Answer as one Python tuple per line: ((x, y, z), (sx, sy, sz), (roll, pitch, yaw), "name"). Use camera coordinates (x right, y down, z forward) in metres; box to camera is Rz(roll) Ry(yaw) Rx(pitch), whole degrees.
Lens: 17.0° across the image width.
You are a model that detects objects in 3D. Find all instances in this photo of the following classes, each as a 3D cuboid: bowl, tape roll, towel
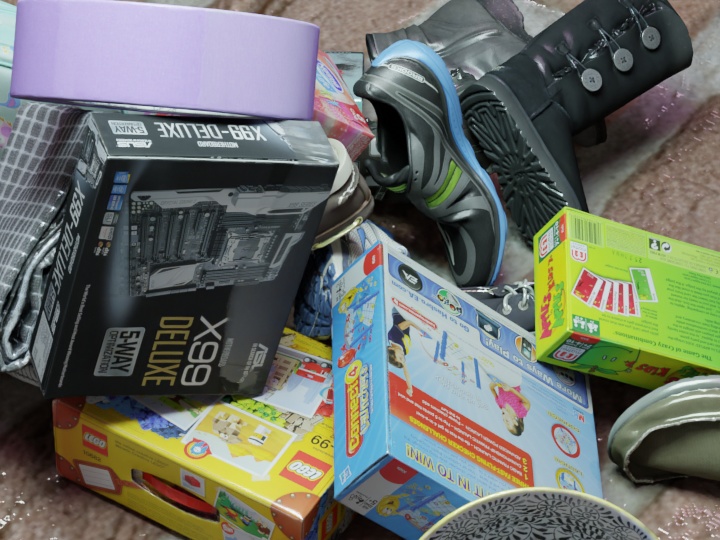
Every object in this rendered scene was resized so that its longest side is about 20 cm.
((0.106, 0.231, 1.503), (0.200, 0.202, 0.094), (0, 0, -3), "bowl")
((-0.128, -0.137, 1.585), (0.199, 0.066, 0.200), (5, 1, 0), "tape roll")
((-0.216, -0.024, 1.678), (0.085, 0.166, 0.201), (25, 84, -21), "towel")

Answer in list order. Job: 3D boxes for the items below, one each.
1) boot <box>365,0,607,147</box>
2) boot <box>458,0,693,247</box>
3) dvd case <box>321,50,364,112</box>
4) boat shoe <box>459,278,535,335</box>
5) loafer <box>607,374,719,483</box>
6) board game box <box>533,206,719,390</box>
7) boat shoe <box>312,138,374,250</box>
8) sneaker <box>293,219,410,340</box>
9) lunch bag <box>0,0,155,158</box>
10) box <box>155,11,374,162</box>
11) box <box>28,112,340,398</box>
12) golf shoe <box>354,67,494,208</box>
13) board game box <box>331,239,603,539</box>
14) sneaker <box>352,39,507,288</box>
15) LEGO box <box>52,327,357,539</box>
((0.099, -0.143, 1.954), (0.131, 0.070, 0.200), (-29, 50, -17), "boot")
((0.184, -0.122, 1.864), (0.200, 0.165, 0.066), (-38, 20, -35), "boot")
((-0.069, -0.148, 1.907), (0.145, 0.022, 0.200), (2, 14, 1), "dvd case")
((0.126, 0.024, 1.768), (0.199, 0.063, 0.073), (0, 43, -3), "boat shoe")
((0.268, 0.114, 1.653), (0.199, 0.075, 0.070), (-13, 50, 11), "loafer")
((0.220, 0.032, 1.705), (0.199, 0.048, 0.102), (15, 56, -21), "board game box")
((-0.086, -0.019, 1.675), (0.200, 0.060, 0.072), (-29, 40, 8), "boat shoe")
((0.000, 0.000, 1.750), (0.085, 0.077, 0.200), (14, 20, -7), "sneaker")
((-0.241, -0.124, 1.837), (0.199, 0.161, 0.077), (14, 45, 13), "lunch bag")
((-0.097, -0.072, 1.753), (0.095, 0.200, 0.103), (23, 27, -40), "box")
((-0.116, -0.007, 1.554), (0.157, 0.200, 0.050), (1, 39, -25), "box")
((0.014, -0.078, 1.862), (0.199, 0.095, 0.078), (-22, 15, 12), "golf shoe")
((0.072, 0.106, 1.605), (0.200, 0.056, 0.196), (32, 35, -27), "board game box")
((0.047, -0.071, 1.787), (0.083, 0.200, 0.071), (-34, 25, -22), "sneaker")
((-0.087, 0.109, 1.658), (0.200, 0.077, 0.149), (23, 46, 20), "LEGO box")
